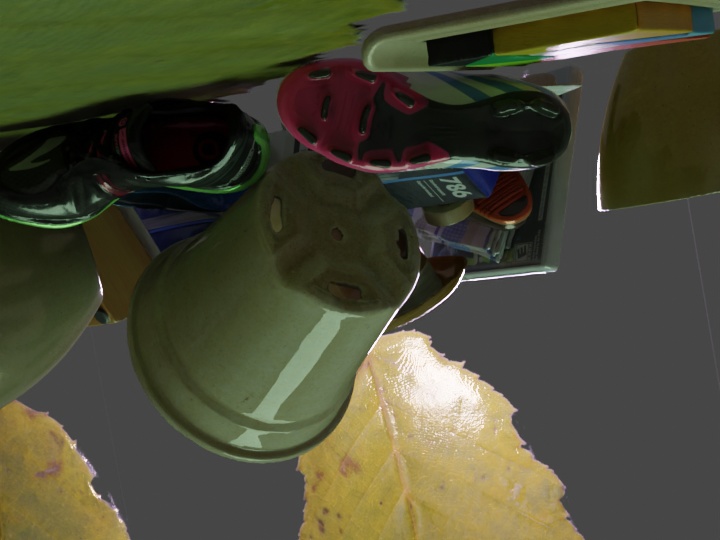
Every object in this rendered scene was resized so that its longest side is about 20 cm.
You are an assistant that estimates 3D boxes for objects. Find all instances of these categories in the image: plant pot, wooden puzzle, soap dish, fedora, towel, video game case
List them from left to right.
[{"bbox_3d":[-0.274,0.002,0.948,0.133,0.203,0.200,-19,-175,-16],"label":"plant pot"},{"bbox_3d":[-0.278,-0.019,1.108,0.198,0.159,0.081,-8,-149,42],"label":"soap dish"},{"bbox_3d":[-0.052,0.016,0.930,0.198,0.202,0.184,-13,159,-37],"label":"plant pot"},{"bbox_3d":[0.000,0.000,1.133,0.198,0.083,0.201,-22,-166,6],"label":"fedora"},{"bbox_3d":[0.104,-0.096,1.262,0.024,0.149,0.199,18,-179,-33],"label":"towel"},{"bbox_3d":[0.142,-0.092,1.245,0.023,0.203,0.181,16,167,-33],"label":"video game case"},{"bbox_3d":[0.126,-0.142,0.724,0.198,0.038,0.184,-9,-177,34],"label":"wooden puzzle"},{"bbox_3d":[0.310,-0.144,1.163,0.197,0.144,0.200,-10,-178,0],"label":"plant pot"}]

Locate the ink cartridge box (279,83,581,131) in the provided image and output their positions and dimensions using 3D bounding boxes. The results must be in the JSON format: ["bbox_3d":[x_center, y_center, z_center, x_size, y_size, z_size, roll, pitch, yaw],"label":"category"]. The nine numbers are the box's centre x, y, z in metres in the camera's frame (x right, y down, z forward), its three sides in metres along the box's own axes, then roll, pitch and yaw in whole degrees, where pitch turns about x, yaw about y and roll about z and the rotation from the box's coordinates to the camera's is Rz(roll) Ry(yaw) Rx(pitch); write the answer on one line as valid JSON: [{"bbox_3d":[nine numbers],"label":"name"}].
[{"bbox_3d":[0.057,-0.141,0.998,0.198,0.051,0.162,-15,180,32],"label":"ink cartridge box"}]

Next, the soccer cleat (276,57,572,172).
[{"bbox_3d":[0.041,-0.101,0.825,0.197,0.071,0.086,7,-166,-7],"label":"soccer cleat"}]

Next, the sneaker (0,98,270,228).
[{"bbox_3d":[-0.161,-0.082,0.835,0.197,0.078,0.084,-13,163,-1],"label":"sneaker"}]

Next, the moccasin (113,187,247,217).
[{"bbox_3d":[-0.163,-0.086,0.967,0.068,0.082,0.198,-2,174,44],"label":"moccasin"}]

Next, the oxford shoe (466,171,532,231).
[{"bbox_3d":[0.099,-0.077,1.192,0.071,0.073,0.200,-30,-142,-17],"label":"oxford shoe"}]

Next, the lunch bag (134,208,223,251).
[{"bbox_3d":[-0.145,-0.046,1.190,0.198,0.135,0.135,-9,165,40],"label":"lunch bag"}]

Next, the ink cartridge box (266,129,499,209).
[{"bbox_3d":[0.028,-0.083,0.943,0.197,0.040,0.099,-10,153,28],"label":"ink cartridge box"}]

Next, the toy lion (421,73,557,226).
[{"bbox_3d":[0.066,-0.120,1.157,0.199,0.069,0.191,-34,-149,-22],"label":"toy lion"}]
